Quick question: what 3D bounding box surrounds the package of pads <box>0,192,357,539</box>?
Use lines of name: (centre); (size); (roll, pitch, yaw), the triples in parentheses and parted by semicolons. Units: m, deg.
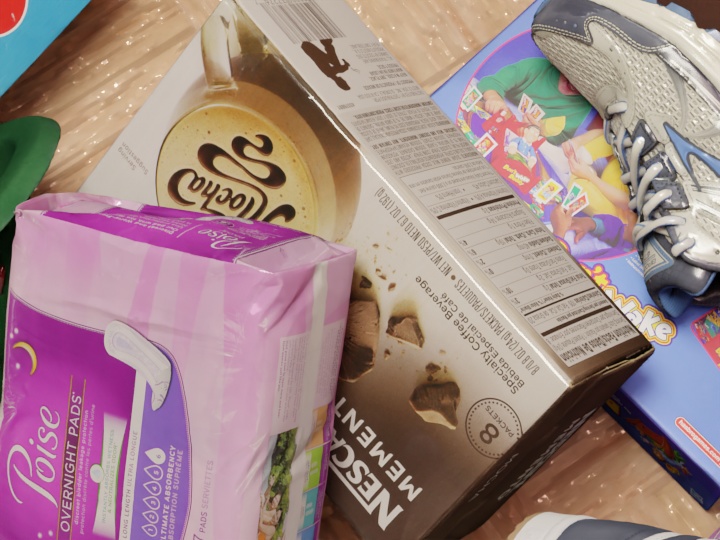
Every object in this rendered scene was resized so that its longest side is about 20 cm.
package of pads: (-0.075, 0.076, 0.804); (0.120, 0.076, 0.201); (13, 105, 26)

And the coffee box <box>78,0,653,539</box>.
coffee box: (0.000, 0.000, 0.847); (0.200, 0.080, 0.113); (50, 119, 13)

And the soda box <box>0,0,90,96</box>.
soda box: (-0.189, -0.086, 0.883); (0.200, 0.064, 0.068); (-51, 124, -25)

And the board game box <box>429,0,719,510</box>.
board game box: (0.121, -0.020, 0.902); (0.134, 0.045, 0.200); (-42, 77, -11)

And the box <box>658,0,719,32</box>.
box: (0.203, -0.170, 0.895); (0.075, 0.100, 0.200); (37, 63, 10)

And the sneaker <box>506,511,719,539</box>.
sneaker: (0.078, 0.171, 0.715); (0.108, 0.070, 0.200); (-4, 54, 40)

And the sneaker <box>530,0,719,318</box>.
sneaker: (0.134, -0.031, 0.844); (0.200, 0.077, 0.085); (43, 82, 13)

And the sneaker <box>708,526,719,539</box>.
sneaker: (0.209, 0.075, 0.837); (0.200, 0.114, 0.073); (-43, 76, -13)

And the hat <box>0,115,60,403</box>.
hat: (-0.151, 0.066, 0.877); (0.200, 0.166, 0.176); (-38, 110, -3)
